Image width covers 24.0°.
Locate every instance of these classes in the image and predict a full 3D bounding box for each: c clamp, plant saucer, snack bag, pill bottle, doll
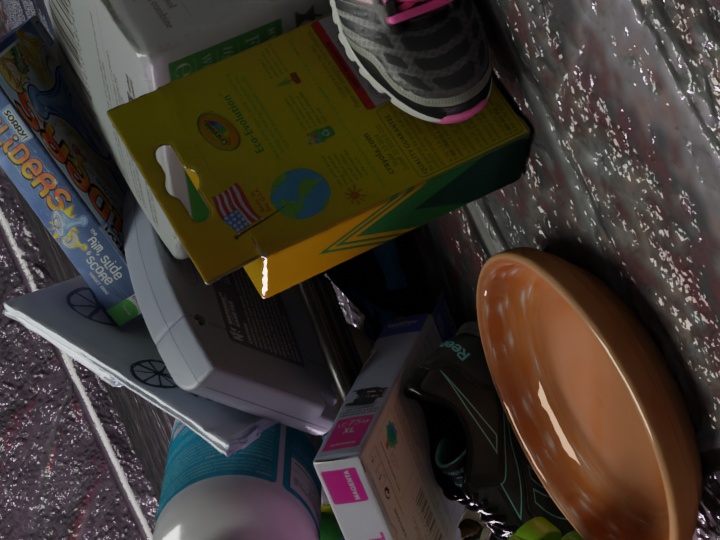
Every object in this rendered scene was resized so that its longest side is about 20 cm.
[{"bbox_3d":[-0.017,0.047,1.161,0.171,0.027,0.201,32,-145,-78],"label":"c clamp"},{"bbox_3d":[0.131,0.076,0.951,0.200,0.037,0.200,56,162,28],"label":"plant saucer"},{"bbox_3d":[-0.119,0.054,1.177,0.200,0.188,0.021,30,112,18],"label":"snack bag"},{"bbox_3d":[-0.081,0.163,1.140,0.200,0.110,0.111,-89,-16,-64],"label":"pill bottle"},{"bbox_3d":[0.000,0.000,1.236,0.200,0.048,0.137,48,154,34],"label":"doll"}]

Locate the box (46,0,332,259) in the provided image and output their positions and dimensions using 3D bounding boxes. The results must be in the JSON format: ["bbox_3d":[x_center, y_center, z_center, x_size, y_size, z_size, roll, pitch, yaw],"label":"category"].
[{"bbox_3d":[-0.093,-0.159,1.078,0.200,0.171,0.199,54,161,32],"label":"box"}]

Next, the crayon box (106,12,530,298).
[{"bbox_3d":[-0.024,-0.070,0.936,0.127,0.199,0.051,58,163,25],"label":"crayon box"}]

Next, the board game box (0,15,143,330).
[{"bbox_3d":[-0.196,-0.070,1.170,0.200,0.034,0.135,56,-164,-15],"label":"board game box"}]

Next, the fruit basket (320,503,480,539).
[{"bbox_3d":[-0.011,0.230,1.289,0.156,0.215,0.216,-123,16,-57],"label":"fruit basket"}]

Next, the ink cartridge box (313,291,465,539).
[{"bbox_3d":[0.033,0.113,1.095,0.120,0.042,0.200,68,-152,-23],"label":"ink cartridge box"}]

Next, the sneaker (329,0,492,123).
[{"bbox_3d":[0.015,-0.174,0.888,0.087,0.073,0.201,121,128,-78],"label":"sneaker"}]

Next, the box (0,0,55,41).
[{"bbox_3d":[-0.203,-0.228,1.372,0.200,0.148,0.107,43,152,54],"label":"box"}]

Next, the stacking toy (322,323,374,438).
[{"bbox_3d":[-0.009,0.106,1.328,0.086,0.085,0.200,59,180,22],"label":"stacking toy"}]

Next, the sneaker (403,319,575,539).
[{"bbox_3d":[0.086,0.134,1.082,0.075,0.079,0.201,-7,109,55],"label":"sneaker"}]

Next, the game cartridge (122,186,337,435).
[{"bbox_3d":[-0.093,0.015,1.134,0.133,0.041,0.200,28,-152,-40],"label":"game cartridge"}]

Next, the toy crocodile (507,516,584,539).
[{"bbox_3d":[0.124,0.193,1.003,0.067,0.062,0.200,36,-178,28],"label":"toy crocodile"}]

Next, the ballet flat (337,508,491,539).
[{"bbox_3d":[0.048,0.184,1.170,0.068,0.200,0.068,35,118,18],"label":"ballet flat"}]
